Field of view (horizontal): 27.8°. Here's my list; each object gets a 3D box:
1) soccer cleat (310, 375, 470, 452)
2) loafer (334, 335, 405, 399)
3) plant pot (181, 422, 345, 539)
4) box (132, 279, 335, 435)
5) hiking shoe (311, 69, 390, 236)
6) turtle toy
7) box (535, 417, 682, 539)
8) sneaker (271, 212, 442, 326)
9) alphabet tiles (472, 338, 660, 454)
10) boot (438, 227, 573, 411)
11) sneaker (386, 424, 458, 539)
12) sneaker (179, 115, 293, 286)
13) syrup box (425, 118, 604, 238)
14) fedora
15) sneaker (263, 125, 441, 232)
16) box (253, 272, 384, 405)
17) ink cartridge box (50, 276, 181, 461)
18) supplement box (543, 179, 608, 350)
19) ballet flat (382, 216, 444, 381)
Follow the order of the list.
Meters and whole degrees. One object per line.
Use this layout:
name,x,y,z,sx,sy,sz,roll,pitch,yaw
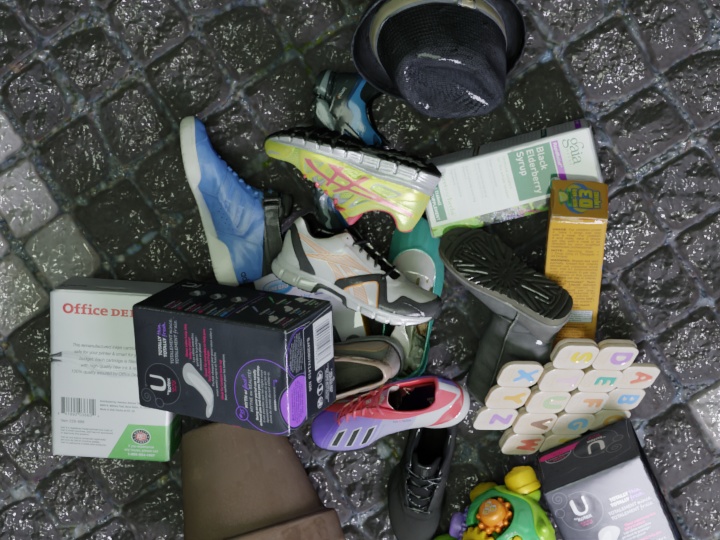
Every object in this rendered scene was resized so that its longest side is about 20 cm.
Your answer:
soccer cleat,0.022,0.156,1.646,0.198,0.073,0.069,-15,62,24
loafer,-0.048,0.120,1.661,0.198,0.063,0.073,-15,103,20
plant pot,-0.134,0.261,1.698,0.198,0.200,0.177,-17,83,10
box,-0.138,0.092,1.599,0.198,0.106,0.124,8,110,26
hiking shoe,-0.009,-0.126,1.648,0.086,0.074,0.203,0,102,8
turtle toy,0.152,0.322,1.689,0.200,0.100,0.147,-36,74,53
box,0.295,0.293,1.669,0.121,0.106,0.202,-23,107,10
sneaker,0.000,0.000,1.608,0.198,0.074,0.081,21,105,8
alphabet tiles,0.231,0.145,1.638,0.193,0.015,0.201,3,137,-20
boot,0.149,0.065,1.638,0.181,0.201,0.072,39,61,19
sneaker,0.071,0.238,1.706,0.075,0.091,0.202,8,104,3
sneaker,-0.135,-0.089,1.674,0.110,0.077,0.202,-16,89,0
syrup box,0.168,-0.104,1.628,0.198,0.081,0.080,-14,101,11
fedora,0.090,-0.221,1.559,0.198,0.092,0.202,-7,142,-5
sneaker,-0.017,-0.097,1.585,0.198,0.078,0.091,19,109,9
box,-0.051,0.065,1.711,0.118,0.042,0.202,-12,102,10
ink cartridge box,-0.287,0.115,1.726,0.144,0.084,0.203,4,102,5
supplement box,0.233,-0.002,1.603,0.068,0.067,0.201,2,133,7
ballet flat,0.059,0.037,1.676,0.067,0.070,0.203,6,102,7
